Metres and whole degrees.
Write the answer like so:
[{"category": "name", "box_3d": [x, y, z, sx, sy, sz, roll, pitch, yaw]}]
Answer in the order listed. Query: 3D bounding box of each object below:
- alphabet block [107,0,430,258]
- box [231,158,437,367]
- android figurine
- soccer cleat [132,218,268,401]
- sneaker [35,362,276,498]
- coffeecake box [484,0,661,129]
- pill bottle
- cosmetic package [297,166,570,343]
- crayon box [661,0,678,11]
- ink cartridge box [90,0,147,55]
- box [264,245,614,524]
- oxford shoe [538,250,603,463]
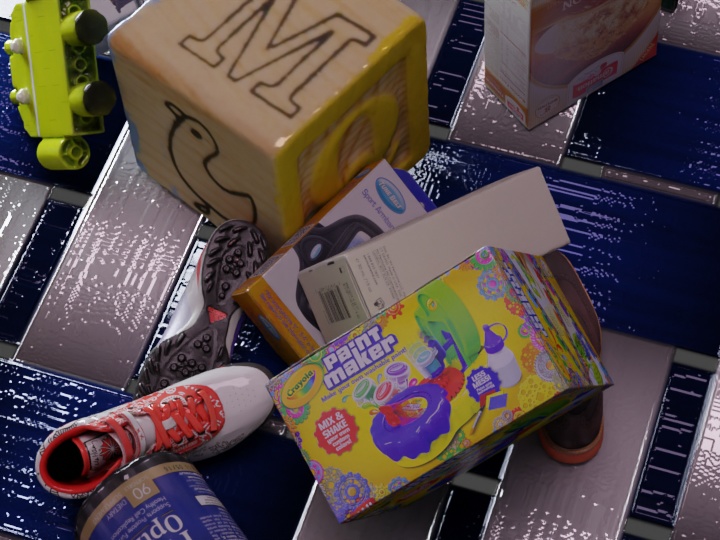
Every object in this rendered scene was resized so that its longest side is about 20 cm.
[{"category": "alphabet block", "box_3d": [-0.074, -0.153, 1.786, 0.200, 0.196, 0.196, 35, 66, 24]}, {"category": "box", "box_3d": [0.000, 0.000, 1.734, 0.200, 0.041, 0.119, -44, 102, -22]}, {"category": "android figurine", "box_3d": [-0.273, -0.181, 1.826, 0.041, 0.184, 0.200, -10, 9, -29]}, {"category": "soccer cleat", "box_3d": [-0.134, 0.054, 1.734, 0.068, 0.073, 0.201, 24, 77, -3]}, {"category": "sneaker", "box_3d": [-0.162, 0.131, 1.632, 0.200, 0.108, 0.068, -18, 92, 3]}, {"category": "coffeecake box", "box_3d": [0.190, -0.243, 1.825, 0.153, 0.201, 0.073, -31, 60, -17]}, {"category": "pill bottle", "box_3d": [-0.125, 0.245, 1.568, 0.111, 0.112, 0.200, -31, 60, -17]}, {"category": "cosmetic package", "box_3d": [0.060, -0.010, 1.686, 0.199, 0.103, 0.074, -24, 92, -25]}, {"category": "crayon box", "box_3d": [0.230, -0.337, 1.976, 0.199, 0.052, 0.126, 19, 59, 15]}, {"category": "ink cartridge box", "box_3d": [-0.205, -0.309, 1.898, 0.199, 0.084, 0.146, -27, 85, 6]}, {"category": "box", "box_3d": [0.064, 0.086, 1.562, 0.199, 0.192, 0.123, -32, 79, 14]}, {"category": "oxford shoe", "box_3d": [0.170, 0.056, 1.703, 0.071, 0.073, 0.201, -8, 56, -2]}]
